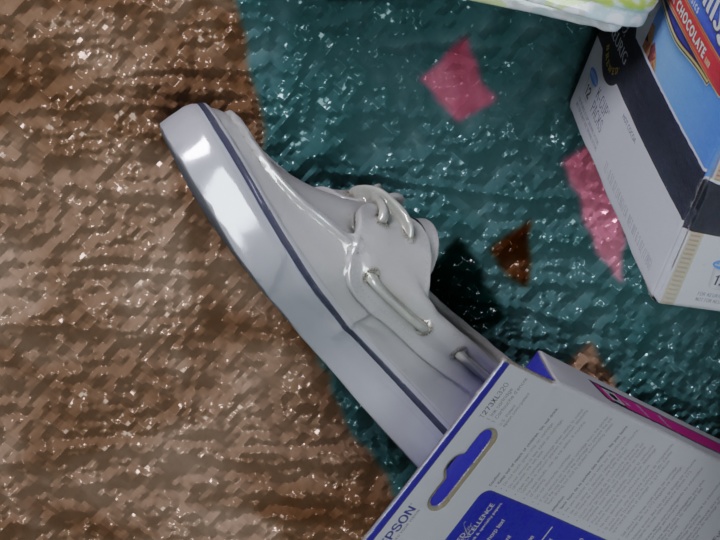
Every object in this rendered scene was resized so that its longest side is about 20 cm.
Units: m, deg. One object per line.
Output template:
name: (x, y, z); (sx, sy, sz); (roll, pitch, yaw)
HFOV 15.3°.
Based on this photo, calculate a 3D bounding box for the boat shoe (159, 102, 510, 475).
boat shoe: (0.000, 0.000, 1.022); (0.066, 0.072, 0.200); (-38, 118, 2)

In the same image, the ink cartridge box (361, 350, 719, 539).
ink cartridge box: (0.084, 0.093, 1.069); (0.200, 0.037, 0.095); (25, 106, -46)

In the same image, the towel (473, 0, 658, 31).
towel: (0.045, -0.185, 0.924); (0.170, 0.048, 0.201); (11, 122, -9)

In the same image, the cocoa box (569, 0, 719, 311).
cocoa box: (0.202, -0.065, 0.999); (0.199, 0.134, 0.132); (8, 125, -18)
